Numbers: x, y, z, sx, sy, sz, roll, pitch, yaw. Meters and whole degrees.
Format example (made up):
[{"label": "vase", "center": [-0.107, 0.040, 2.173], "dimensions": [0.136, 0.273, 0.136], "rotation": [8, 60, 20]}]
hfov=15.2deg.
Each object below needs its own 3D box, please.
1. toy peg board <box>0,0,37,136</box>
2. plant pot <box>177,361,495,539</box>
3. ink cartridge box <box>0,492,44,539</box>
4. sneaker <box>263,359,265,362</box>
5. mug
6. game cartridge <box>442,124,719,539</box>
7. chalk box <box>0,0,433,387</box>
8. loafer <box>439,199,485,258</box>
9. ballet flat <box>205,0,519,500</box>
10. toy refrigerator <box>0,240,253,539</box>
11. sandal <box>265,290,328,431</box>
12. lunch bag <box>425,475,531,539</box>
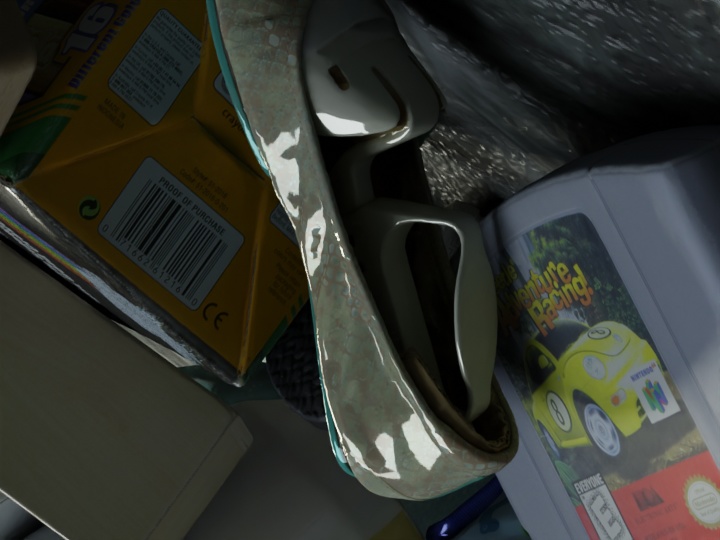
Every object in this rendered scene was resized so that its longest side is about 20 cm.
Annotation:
[{"label": "toy peg board", "center": [-0.209, -0.101, 0.891], "dimensions": [0.200, 0.097, 0.200], "rotation": [64, 153, 12]}, {"label": "plant pot", "center": [-0.016, 0.135, 1.253], "dimensions": [0.199, 0.197, 0.196], "rotation": [23, 174, -18]}, {"label": "ink cartridge box", "center": [-0.177, 0.023, 1.139], "dimensions": [0.200, 0.083, 0.146], "rotation": [56, 170, 15]}, {"label": "sneaker", "center": [-0.105, -0.016, 1.383], "dimensions": [0.200, 0.072, 0.072], "rotation": [39, 179, 12]}, {"label": "mug", "center": [-0.045, 0.146, 1.104], "dimensions": [0.187, 0.153, 0.149], "rotation": [54, 171, -26]}, {"label": "game cartridge", "center": [0.084, 0.032, 0.823], "dimensions": [0.134, 0.041, 0.200], "rotation": [66, 155, 7]}, {"label": "chalk box", "center": [-0.092, -0.061, 0.990], "dimensions": [0.125, 0.124, 0.200], "rotation": [43, 170, -32]}, {"label": "loafer", "center": [0.034, 0.027, 1.085], "dimensions": [0.070, 0.070, 0.200], "rotation": [28, 169, 8]}, {"label": "ballet flat", "center": [0.007, -0.028, 0.840], "dimensions": [0.062, 0.067, 0.201], "rotation": [-10, 100, 38]}, {"label": "toy refrigerator", "center": [-0.143, 0.033, 1.025], "dimensions": [0.199, 0.076, 0.070], "rotation": [34, 171, 10]}, {"label": "sandal", "center": [0.000, 0.000, 0.983], "dimensions": [0.045, 0.075, 0.200], "rotation": [39, -166, -21]}, {"label": "lunch bag", "center": [0.141, 0.165, 1.071], "dimensions": [0.199, 0.127, 0.171], "rotation": [25, -150, -38]}]
